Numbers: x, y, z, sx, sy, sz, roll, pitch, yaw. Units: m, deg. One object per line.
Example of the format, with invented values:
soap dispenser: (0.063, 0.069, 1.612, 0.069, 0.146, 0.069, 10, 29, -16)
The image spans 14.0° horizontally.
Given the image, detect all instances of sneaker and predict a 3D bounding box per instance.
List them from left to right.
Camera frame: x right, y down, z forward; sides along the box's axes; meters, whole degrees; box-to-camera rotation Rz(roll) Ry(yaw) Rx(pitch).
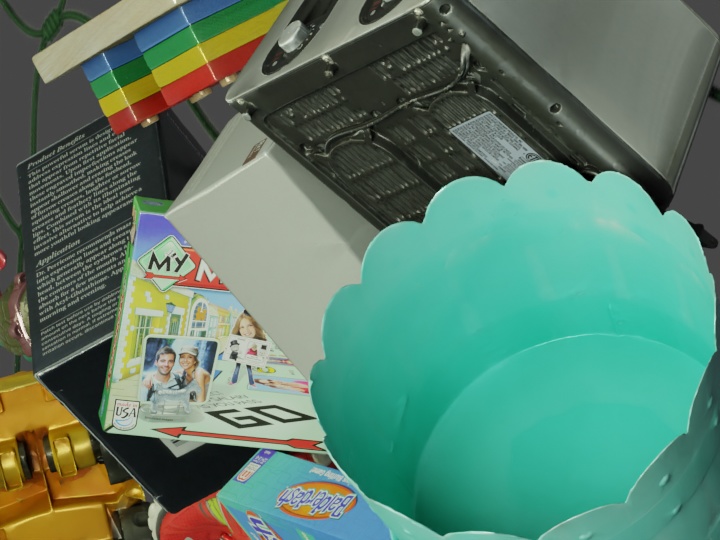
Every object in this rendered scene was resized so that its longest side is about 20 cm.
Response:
sneaker: (-0.071, 0.155, 1.845, 0.200, 0.077, 0.085, -47, 57, 51)

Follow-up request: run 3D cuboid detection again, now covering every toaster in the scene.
toaster: (0.066, -0.089, 1.466, 0.181, 0.200, 0.119, -22, 35, 50)

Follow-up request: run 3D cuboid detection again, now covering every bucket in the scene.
bucket: (0.087, 0.068, 1.387, 0.207, 0.207, 0.135, 62, 180, 39)

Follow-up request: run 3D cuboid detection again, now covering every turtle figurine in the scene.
turtle figurine: (-0.202, 0.034, 2.055, 0.200, 0.101, 0.150, -10, 82, 54)

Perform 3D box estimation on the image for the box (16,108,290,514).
box: (-0.122, 0.017, 1.783, 0.107, 0.148, 0.200, -28, 40, 14)

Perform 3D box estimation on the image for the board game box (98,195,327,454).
board game box: (-0.039, 0.035, 1.658, 0.029, 0.200, 0.135, -116, 34, -67)

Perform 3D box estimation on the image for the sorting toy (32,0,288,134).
sorting toy: (-0.063, -0.154, 1.723, 0.200, 0.199, 0.070, -20, 97, 61)

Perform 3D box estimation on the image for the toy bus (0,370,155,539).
toy bus: (-0.206, 0.147, 1.992, 0.192, 0.136, 0.200, -106, 3, -74)

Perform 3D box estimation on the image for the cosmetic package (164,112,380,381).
cosmetic package: (0.000, 0.000, 1.568, 0.090, 0.107, 0.200, -33, 104, 35)

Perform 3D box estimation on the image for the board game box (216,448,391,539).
board game box: (0.020, 0.178, 1.624, 0.152, 0.045, 0.200, 52, 161, -22)
